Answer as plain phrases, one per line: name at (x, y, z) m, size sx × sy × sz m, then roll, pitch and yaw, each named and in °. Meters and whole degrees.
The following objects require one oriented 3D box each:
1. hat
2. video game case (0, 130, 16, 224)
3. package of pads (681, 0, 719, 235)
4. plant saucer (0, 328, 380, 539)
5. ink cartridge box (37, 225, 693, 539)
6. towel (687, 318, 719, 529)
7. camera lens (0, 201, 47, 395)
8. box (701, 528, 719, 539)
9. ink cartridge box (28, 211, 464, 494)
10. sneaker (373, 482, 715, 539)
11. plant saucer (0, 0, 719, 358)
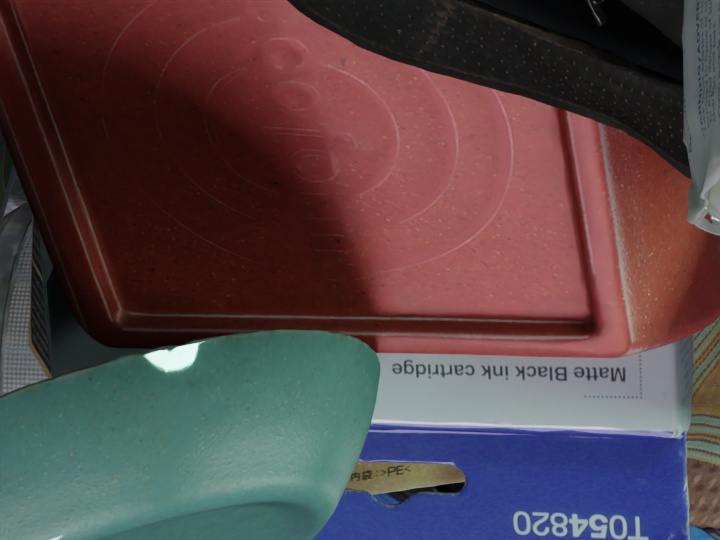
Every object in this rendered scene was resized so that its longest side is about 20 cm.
hat at (0.035, -0.089, 0.494) m, size 0.200 × 0.081 × 0.201 m, roll 27°, pitch 174°, yaw 3°
video game case at (-0.141, -0.013, 0.695) m, size 0.023 × 0.201 × 0.182 m, roll 15°, pitch 173°, yaw 12°
package of pads at (0.148, -0.072, 0.369) m, size 0.198 × 0.156 × 0.068 m, roll 3°, pitch 170°, yaw 1°
plant saucer at (-0.081, 0.077, 0.684) m, size 0.199 × 0.036 × 0.200 m, roll -21°, pitch 163°, yaw -7°
ink cartridge box at (0.000, 0.000, 0.750) m, size 0.198 × 0.201 × 0.041 m, roll 0°, pitch -162°, yaw 15°
towel at (0.146, 0.008, 0.846) m, size 0.146 × 0.201 × 0.022 m, roll 11°, pitch -151°, yaw -42°
camera lens at (-0.082, 0.048, 1.165) m, size 0.198 × 0.161 × 0.160 m, roll 1°, pitch 171°, yaw 11°
box at (0.117, 0.040, 1.089) m, size 0.198 × 0.150 × 0.107 m, roll 0°, pitch 170°, yaw 15°
ink cartridge box at (-0.009, 0.015, 0.910) m, size 0.199 × 0.076 × 0.165 m, roll -7°, pitch -156°, yaw -19°
sneaker at (0.093, 0.103, 0.975) m, size 0.199 × 0.077 × 0.111 m, roll 23°, pitch 143°, yaw 3°
plant saucer at (-0.012, -0.043, 0.648) m, size 0.198 × 0.037 × 0.200 m, roll 0°, pitch 136°, yaw 14°
